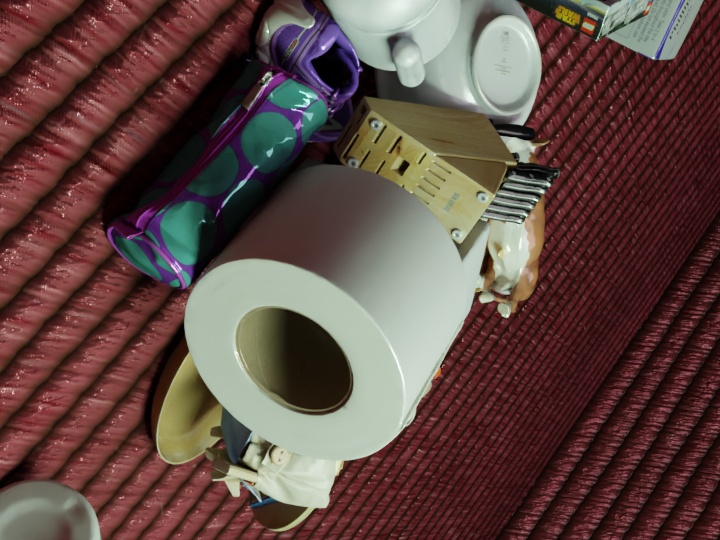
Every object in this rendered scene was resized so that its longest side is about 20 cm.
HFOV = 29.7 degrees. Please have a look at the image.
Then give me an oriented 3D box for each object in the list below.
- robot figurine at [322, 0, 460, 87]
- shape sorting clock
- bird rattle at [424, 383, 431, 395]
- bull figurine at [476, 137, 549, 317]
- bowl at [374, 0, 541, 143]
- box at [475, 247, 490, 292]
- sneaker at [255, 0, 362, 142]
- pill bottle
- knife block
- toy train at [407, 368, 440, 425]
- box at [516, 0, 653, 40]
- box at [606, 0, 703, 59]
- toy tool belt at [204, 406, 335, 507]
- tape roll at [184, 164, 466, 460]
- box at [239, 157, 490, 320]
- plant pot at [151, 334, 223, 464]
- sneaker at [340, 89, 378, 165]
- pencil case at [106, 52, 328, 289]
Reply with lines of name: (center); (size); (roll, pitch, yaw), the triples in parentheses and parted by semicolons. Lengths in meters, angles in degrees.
robot figurine: (0.024, -0.243, 1.156); (0.111, 0.172, 0.200); (-18, 167, 7)
shape sorting clock: (-0.064, 0.185, 1.484); (0.200, 0.039, 0.202); (-46, -149, 39)
bird rattle: (0.020, 0.089, 1.572); (0.112, 0.163, 0.201); (-36, 146, -9)
bull figurine: (0.159, -0.051, 1.448); (0.121, 0.064, 0.203); (-37, 128, -54)
bowl: (0.115, -0.201, 1.343); (0.199, 0.090, 0.205); (-5, 98, -41)
box: (0.097, -0.081, 1.495); (0.124, 0.096, 0.203); (-12, 107, -65)
sneaker: (-0.035, -0.161, 1.188); (0.081, 0.083, 0.200); (-55, 160, -11)
pill bottle: (-0.274, 0.280, 1.177); (0.113, 0.112, 0.202); (-44, 155, -35)
knife block: (0.089, -0.114, 1.282); (0.064, 0.199, 0.176); (-54, -176, 34)
toy train: (0.046, 0.136, 1.836); (0.151, 0.055, 0.200); (-56, 157, -8)
box: (0.182, -0.298, 1.346); (0.136, 0.199, 0.040); (-31, 146, -50)
box: (0.298, -0.362, 1.537); (0.105, 0.199, 0.186); (-14, 131, -63)
toy tool belt: (-0.103, 0.161, 1.351); (0.200, 0.121, 0.127); (-140, -124, -68)
tape roll: (-0.027, 0.034, 1.119); (0.140, 0.200, 0.204); (-55, 162, -46)
box: (0.000, 0.000, 1.281); (0.152, 0.198, 0.108); (-50, 156, -52)
plant pot: (-0.147, 0.100, 1.360); (0.200, 0.027, 0.201); (-50, 158, -28)
sneaker: (0.006, -0.087, 1.404); (0.202, 0.073, 0.087); (-64, 163, 13)
pencil case: (-0.116, -0.080, 1.104); (0.201, 0.084, 0.093); (-53, 155, -17)
